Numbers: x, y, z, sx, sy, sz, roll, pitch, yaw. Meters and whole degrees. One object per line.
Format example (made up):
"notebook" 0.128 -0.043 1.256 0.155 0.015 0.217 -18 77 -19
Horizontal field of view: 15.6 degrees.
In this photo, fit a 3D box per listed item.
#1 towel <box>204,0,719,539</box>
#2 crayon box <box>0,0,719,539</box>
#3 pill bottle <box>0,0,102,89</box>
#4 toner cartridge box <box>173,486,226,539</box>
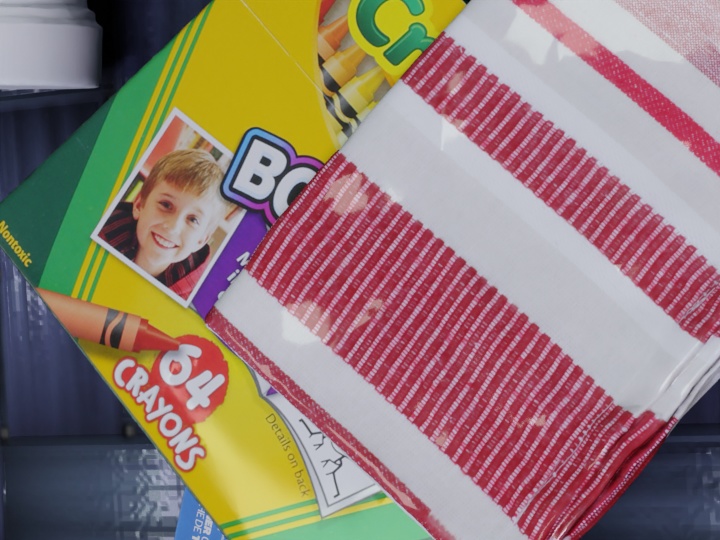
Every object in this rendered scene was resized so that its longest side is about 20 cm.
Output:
"towel" 0.061 -0.017 0.813 0.144 0.023 0.200 42 92 22
"crayon box" 0.000 0.000 0.871 0.173 0.058 0.200 -43 69 8
"pill bottle" -0.142 -0.166 0.953 0.116 0.116 0.201 2 94 34
"toner cartridge box" -0.031 0.163 0.940 0.095 0.043 0.201 18 103 30
